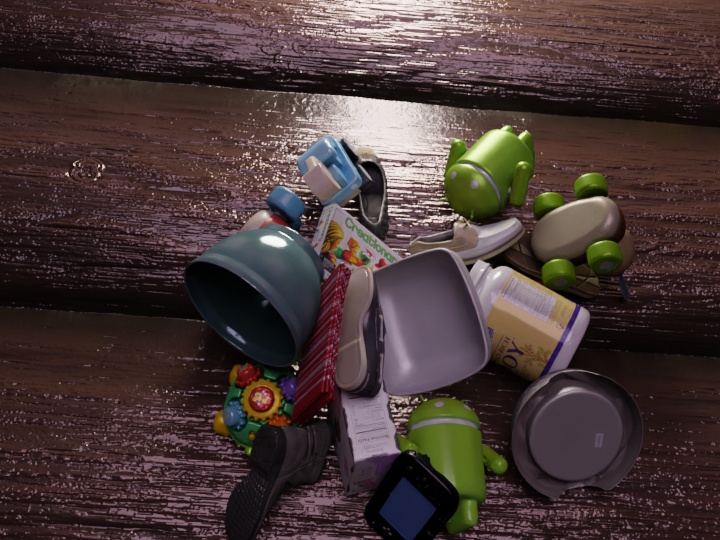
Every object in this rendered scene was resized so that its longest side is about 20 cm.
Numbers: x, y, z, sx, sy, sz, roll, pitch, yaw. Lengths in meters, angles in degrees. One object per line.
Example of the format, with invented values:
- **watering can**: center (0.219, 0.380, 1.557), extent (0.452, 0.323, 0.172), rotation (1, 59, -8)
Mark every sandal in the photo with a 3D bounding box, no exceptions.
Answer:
- **sandal**: center (0.322, 0.000, 1.420), extent (0.198, 0.054, 0.081), rotation (27, 50, -6)

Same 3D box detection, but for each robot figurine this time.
- **robot figurine**: center (0.230, -0.170, 1.459), extent (0.175, 0.116, 0.200), rotation (29, 62, 37)
- **robot figurine**: center (0.125, 0.281, 1.211), extent (0.173, 0.116, 0.202), rotation (11, 58, -18)

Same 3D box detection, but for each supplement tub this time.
- **supplement tub**: center (0.250, 0.084, 1.313), extent (0.198, 0.146, 0.146), rotation (28, 63, 12)

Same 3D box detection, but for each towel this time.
- **towel**: center (-0.056, 0.106, 1.153), extent (0.022, 0.145, 0.202), rotation (16, 60, -16)

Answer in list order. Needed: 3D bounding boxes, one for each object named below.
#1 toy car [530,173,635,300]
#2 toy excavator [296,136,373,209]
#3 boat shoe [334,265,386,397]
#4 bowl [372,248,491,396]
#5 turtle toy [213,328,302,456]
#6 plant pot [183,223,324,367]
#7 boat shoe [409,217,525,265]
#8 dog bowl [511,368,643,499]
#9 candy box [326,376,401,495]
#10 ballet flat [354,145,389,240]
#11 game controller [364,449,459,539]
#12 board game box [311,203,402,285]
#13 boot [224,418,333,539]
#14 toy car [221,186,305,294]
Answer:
- **toy car**: center (0.399, -0.033, 1.386), extent (0.157, 0.199, 0.166), rotation (-24, 50, 32)
- **toy excavator**: center (-0.061, -0.165, 1.377), extent (0.100, 0.200, 0.196), rotation (-37, 57, 12)
- **boat shoe**: center (0.004, 0.088, 1.163), extent (0.072, 0.063, 0.202), rotation (-25, 46, 34)
- **bowl**: center (0.102, 0.079, 1.260), extent (0.198, 0.074, 0.203), rotation (-21, 83, 29)
- **turtle toy**: center (-0.140, 0.183, 1.245), extent (0.144, 0.101, 0.202), rotation (15, 69, 4)
- **plant pot**: center (-0.134, 0.019, 1.171), extent (0.199, 0.201, 0.135), rotation (31, 58, 13)
- **boat shoe**: center (0.176, -0.050, 1.377), extent (0.198, 0.075, 0.069), rotation (-23, 103, 11)
- **dog bowl**: center (0.317, 0.240, 1.225), extent (0.197, 0.059, 0.203), rotation (-1, 103, -4)
- **candy box**: center (-0.004, 0.208, 1.211), extent (0.071, 0.168, 0.202), rotation (-8, 61, -11)
- **ballet flat**: center (0.022, -0.146, 1.473), extent (0.065, 0.057, 0.202), rotation (-5, 62, -8)
- **game controller**: center (0.069, 0.330, 1.138), extent (0.042, 0.201, 0.104), rotation (-24, 61, -37)
- **board game box**: center (0.000, 0.000, 1.335), extent (0.199, 0.034, 0.128), rotation (38, 55, -33)
- **boot**: center (-0.111, 0.312, 1.192), extent (0.130, 0.202, 0.067), rotation (10, 17, -46)
- **toy car**: center (-0.113, 0.006, 1.327), extent (0.199, 0.177, 0.185), rotation (36, 74, 2)
